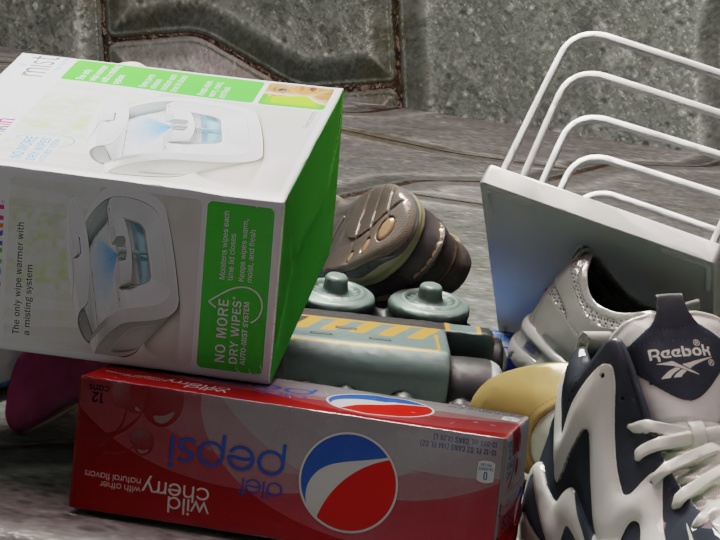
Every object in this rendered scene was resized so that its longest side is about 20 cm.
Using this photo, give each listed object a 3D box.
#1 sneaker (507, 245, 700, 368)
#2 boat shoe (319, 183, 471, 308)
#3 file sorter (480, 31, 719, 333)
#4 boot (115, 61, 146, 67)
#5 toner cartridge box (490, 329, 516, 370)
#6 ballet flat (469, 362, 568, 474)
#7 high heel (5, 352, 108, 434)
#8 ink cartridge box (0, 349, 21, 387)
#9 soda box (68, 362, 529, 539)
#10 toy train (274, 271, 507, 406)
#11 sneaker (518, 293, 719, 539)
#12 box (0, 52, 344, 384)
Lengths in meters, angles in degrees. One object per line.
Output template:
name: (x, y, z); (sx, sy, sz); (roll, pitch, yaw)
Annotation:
sneaker: (0.169, 0.058, 1.447); (0.200, 0.082, 0.075); (31, 19, 26)
boat shoe: (0.000, 0.000, 1.595); (0.073, 0.075, 0.200); (34, -12, -19)
file sorter: (0.161, -0.028, 1.580); (0.138, 0.125, 0.200); (19, -24, 16)
boot: (-0.140, -0.038, 1.689); (0.144, 0.200, 0.073); (11, -30, 29)
toner cartridge box: (0.005, 0.052, 1.587); (0.199, 0.043, 0.095); (7, 8, 7)
ballet flat: (0.148, 0.089, 1.368); (0.199, 0.069, 0.063); (7, 22, 11)
high heel: (-0.162, 0.008, 1.432); (0.067, 0.096, 0.200); (-25, 18, 20)
ink cartridge box: (-0.265, -0.024, 1.536); (0.199, 0.145, 0.147); (7, 8, 14)
soda box: (-0.027, 0.087, 1.238); (0.199, 0.064, 0.070); (7, 8, 13)
toy train: (-0.017, 0.052, 1.466); (0.199, 0.086, 0.114); (7, 20, -6)
sneaker: (0.142, 0.079, 1.187); (0.079, 0.130, 0.199); (2, 9, -23)
box: (-0.110, -0.029, 1.330); (0.176, 0.097, 0.200); (8, 20, 6)
